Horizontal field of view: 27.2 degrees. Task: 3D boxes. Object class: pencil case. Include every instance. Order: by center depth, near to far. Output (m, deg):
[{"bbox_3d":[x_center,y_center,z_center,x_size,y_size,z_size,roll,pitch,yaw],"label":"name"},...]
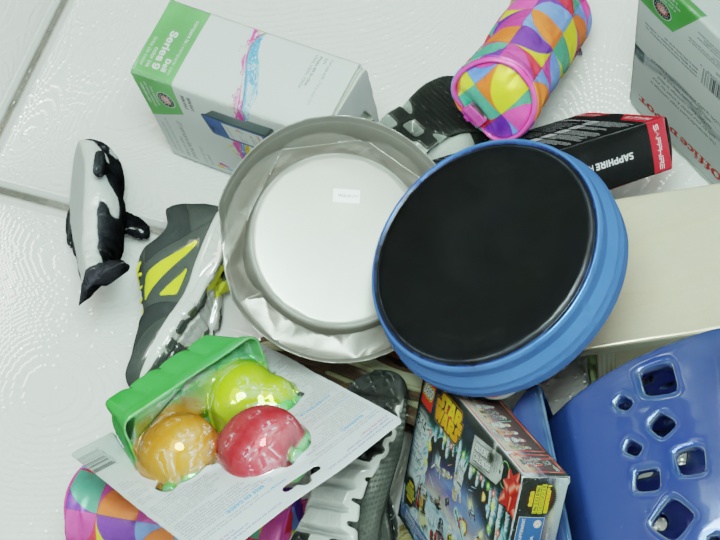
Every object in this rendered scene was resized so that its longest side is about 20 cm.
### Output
[{"bbox_3d":[-0.140,0.206,1.212,0.198,0.089,0.089,7,65,12],"label":"pencil case"},{"bbox_3d":[0.146,-0.191,1.321,0.088,0.089,0.200,15,35,16],"label":"pencil case"}]

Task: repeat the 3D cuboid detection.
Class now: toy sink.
[{"bbox_3d":[0.229,0.022,1.231,0.198,0.112,0.131,-10,62,5],"label":"toy sink"}]

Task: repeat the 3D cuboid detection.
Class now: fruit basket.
[{"bbox_3d":[-0.096,0.134,1.135,0.185,0.094,0.199,-34,41,-28],"label":"fruit basket"}]

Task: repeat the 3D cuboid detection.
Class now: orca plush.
[{"bbox_3d":[-0.221,-0.048,1.356,0.071,0.106,0.200,10,24,-22],"label":"orca plush"}]

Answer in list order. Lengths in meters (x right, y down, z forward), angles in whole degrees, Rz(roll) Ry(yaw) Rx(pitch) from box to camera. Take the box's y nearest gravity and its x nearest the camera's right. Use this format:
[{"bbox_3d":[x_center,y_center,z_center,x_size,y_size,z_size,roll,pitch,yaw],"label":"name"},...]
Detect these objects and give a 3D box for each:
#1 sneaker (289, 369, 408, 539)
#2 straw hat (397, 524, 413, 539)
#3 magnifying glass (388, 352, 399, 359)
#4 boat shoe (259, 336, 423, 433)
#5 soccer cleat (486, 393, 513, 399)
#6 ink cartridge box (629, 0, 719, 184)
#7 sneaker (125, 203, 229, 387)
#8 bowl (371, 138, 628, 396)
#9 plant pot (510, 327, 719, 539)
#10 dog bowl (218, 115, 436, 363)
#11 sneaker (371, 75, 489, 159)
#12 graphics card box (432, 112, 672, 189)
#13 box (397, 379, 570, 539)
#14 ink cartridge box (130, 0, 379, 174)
[{"bbox_3d":[-0.002,0.179,1.178,0.066,0.091,0.201,7,68,30],"label":"sneaker"},{"bbox_3d":[0.068,0.273,1.150,0.199,0.085,0.203,-4,64,8],"label":"straw hat"},{"bbox_3d":[-0.002,0.090,1.287,0.199,0.022,0.080,-22,66,-4],"label":"magnifying glass"},{"bbox_3d":[0.005,0.106,1.233,0.201,0.075,0.075,13,78,10],"label":"boat shoe"},{"bbox_3d":[0.138,0.013,1.141,0.068,0.085,0.201,3,64,34],"label":"soccer cleat"},{"bbox_3d":[0.308,-0.175,1.267,0.083,0.200,0.147,-34,64,-11],"label":"ink cartridge box"},{"bbox_3d":[-0.167,0.024,1.328,0.084,0.075,0.201,12,58,21],"label":"sneaker"},{"bbox_3d":[0.097,-0.007,1.095,0.199,0.039,0.202,-15,58,26],"label":"bowl"},{"bbox_3d":[0.216,0.180,1.113,0.178,0.200,0.201,-13,63,9],"label":"plant pot"},{"bbox_3d":[-0.019,-0.020,1.197,0.198,0.059,0.202,1,76,-5],"label":"dog bowl"},{"bbox_3d":[0.056,-0.112,1.353,0.199,0.089,0.074,-26,63,-32],"label":"sneaker"},{"bbox_3d":[0.149,-0.086,1.260,0.199,0.125,0.051,-18,105,-25],"label":"graphics card box"},{"bbox_3d":[0.085,0.168,1.098,0.040,0.138,0.200,4,17,-19],"label":"box"},{"bbox_3d":[-0.089,-0.146,1.348,0.199,0.146,0.088,20,69,18],"label":"ink cartridge box"}]
